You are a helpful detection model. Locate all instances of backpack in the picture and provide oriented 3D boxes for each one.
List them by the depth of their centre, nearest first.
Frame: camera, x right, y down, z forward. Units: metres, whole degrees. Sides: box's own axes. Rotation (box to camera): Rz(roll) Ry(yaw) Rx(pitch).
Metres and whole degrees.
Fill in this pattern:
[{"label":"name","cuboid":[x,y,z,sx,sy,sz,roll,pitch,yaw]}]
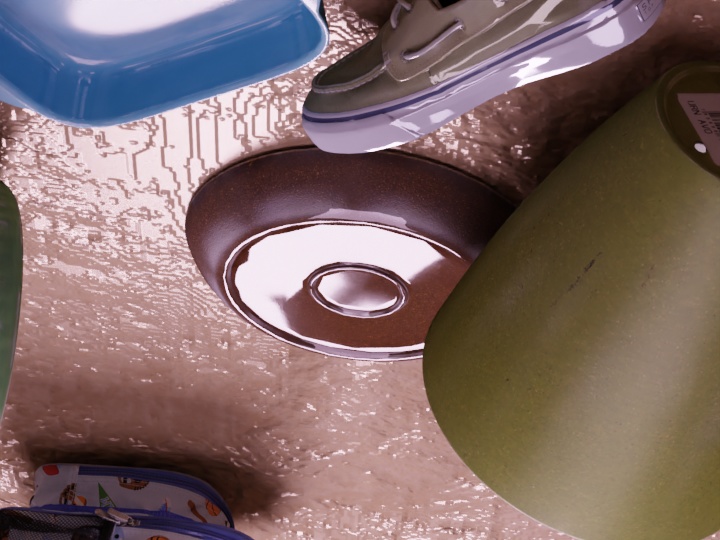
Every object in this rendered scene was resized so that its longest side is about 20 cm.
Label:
[{"label":"backpack","cuboid":[-0.146,0.219,1.665,0.190,0.155,0.200,10,156,12]}]

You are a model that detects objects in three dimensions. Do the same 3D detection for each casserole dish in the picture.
[{"label":"casserole dish","cuboid":[-0.104,-0.126,1.187,0.199,0.039,0.121,-14,143,33]}]

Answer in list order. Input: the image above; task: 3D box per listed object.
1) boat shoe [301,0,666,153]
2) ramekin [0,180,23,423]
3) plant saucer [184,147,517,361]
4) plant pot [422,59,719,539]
[{"label":"boat shoe","cuboid":[0.047,-0.113,1.164,0.199,0.072,0.062,-21,115,34]},{"label":"ramekin","cuboid":[-0.245,0.033,1.336,0.097,0.201,0.200,9,150,-19]},{"label":"plant saucer","cuboid":[0.000,0.000,1.384,0.199,0.032,0.200,6,150,3]},{"label":"plant pot","cuboid":[0.149,0.002,1.233,0.186,0.188,0.200,14,134,-11]}]
